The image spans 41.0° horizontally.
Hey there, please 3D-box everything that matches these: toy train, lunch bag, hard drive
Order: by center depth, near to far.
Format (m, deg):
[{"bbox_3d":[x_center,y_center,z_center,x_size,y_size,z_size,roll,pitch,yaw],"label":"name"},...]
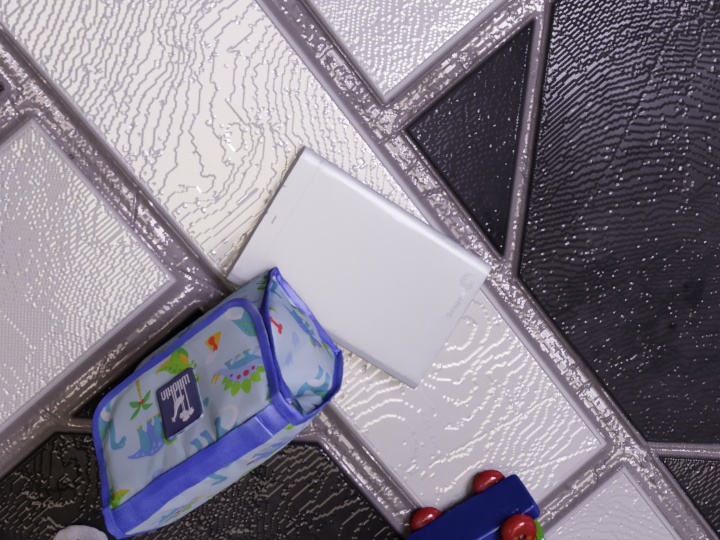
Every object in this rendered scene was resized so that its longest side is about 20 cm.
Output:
[{"bbox_3d":[-0.111,0.106,0.752,0.169,0.200,0.128,-36,106,12],"label":"lunch bag"},{"bbox_3d":[0.000,0.000,0.850,0.199,0.026,0.133,31,95,-13],"label":"hard drive"},{"bbox_3d":[0.086,0.287,0.902,0.199,0.085,0.116,-30,118,-2],"label":"toy train"}]

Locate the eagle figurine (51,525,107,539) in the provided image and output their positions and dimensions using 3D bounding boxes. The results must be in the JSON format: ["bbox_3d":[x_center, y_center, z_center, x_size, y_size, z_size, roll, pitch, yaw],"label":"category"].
[{"bbox_3d":[-0.211,0.336,0.851,0.150,0.152,0.201,4,141,29],"label":"eagle figurine"}]
